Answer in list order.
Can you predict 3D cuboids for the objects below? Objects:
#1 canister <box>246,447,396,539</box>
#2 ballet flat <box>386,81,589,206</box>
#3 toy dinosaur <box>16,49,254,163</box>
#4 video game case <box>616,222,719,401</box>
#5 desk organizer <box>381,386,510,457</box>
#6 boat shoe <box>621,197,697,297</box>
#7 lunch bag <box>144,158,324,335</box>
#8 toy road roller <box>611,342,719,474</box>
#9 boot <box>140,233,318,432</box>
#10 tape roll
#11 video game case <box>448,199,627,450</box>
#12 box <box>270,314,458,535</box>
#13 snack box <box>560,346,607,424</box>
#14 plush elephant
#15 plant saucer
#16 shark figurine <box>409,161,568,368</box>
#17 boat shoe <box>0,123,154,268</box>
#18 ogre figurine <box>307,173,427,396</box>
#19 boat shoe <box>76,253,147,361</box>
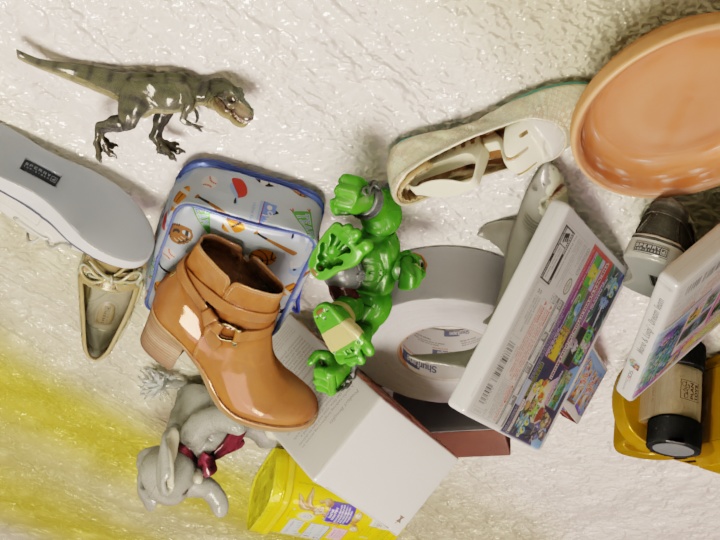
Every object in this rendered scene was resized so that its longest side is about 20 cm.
[{"bbox_3d":[-0.043,0.322,1.434,0.198,0.087,0.149,15,142,-14],"label":"canister"},{"bbox_3d":[0.113,-0.098,0.876,0.198,0.063,0.067,-17,138,27],"label":"ballet flat"},{"bbox_3d":[-0.188,-0.136,0.879,0.198,0.048,0.089,9,129,-4],"label":"toy dinosaur"},{"bbox_3d":[0.314,0.009,0.917,0.024,0.199,0.183,42,154,27],"label":"video game case"},{"bbox_3d":[0.080,0.180,1.242,0.198,0.072,0.077,-5,145,14],"label":"desk organizer"},{"bbox_3d":[0.284,-0.014,0.954,0.070,0.064,0.200,19,172,18],"label":"boat shoe"},{"bbox_3d":[-0.122,-0.013,1.010,0.159,0.076,0.201,13,142,-14],"label":"lunch bag"},{"bbox_3d":[0.369,0.162,1.147,0.198,0.124,0.146,18,156,-15],"label":"toy road roller"},{"bbox_3d":[-0.100,0.063,0.965,0.199,0.074,0.155,29,130,-12],"label":"boot"},{"bbox_3d":[0.092,0.061,1.088,0.198,0.067,0.201,3,143,2],"label":"tape roll"},{"bbox_3d":[0.170,0.057,0.953,0.023,0.201,0.182,25,175,36],"label":"video game case"},{"bbox_3d":[-0.019,0.162,1.110,0.107,0.200,0.152,-50,130,-3],"label":"box"},{"bbox_3d":[0.216,0.100,1.084,0.024,0.072,0.200,25,169,32],"label":"snack box"},{"bbox_3d":[-0.196,0.221,1.242,0.198,0.156,0.165,22,162,-11],"label":"plush elephant"},{"bbox_3d":[0.260,-0.131,0.812,0.198,0.038,0.201,-5,148,-3],"label":"plant saucer"},{"bbox_3d":[0.133,-0.001,0.973,0.089,0.216,0.128,30,-171,30],"label":"shark figurine"},{"bbox_3d":[-0.291,-0.056,0.967,0.201,0.075,0.086,30,145,-15],"label":"boat shoe"},{"bbox_3d":[0.000,0.000,0.938,0.097,0.120,0.202,-4,109,26],"label":"ogre figurine"},{"bbox_3d":[-0.262,0.021,1.079,0.072,0.064,0.201,15,142,-13],"label":"boat shoe"}]
